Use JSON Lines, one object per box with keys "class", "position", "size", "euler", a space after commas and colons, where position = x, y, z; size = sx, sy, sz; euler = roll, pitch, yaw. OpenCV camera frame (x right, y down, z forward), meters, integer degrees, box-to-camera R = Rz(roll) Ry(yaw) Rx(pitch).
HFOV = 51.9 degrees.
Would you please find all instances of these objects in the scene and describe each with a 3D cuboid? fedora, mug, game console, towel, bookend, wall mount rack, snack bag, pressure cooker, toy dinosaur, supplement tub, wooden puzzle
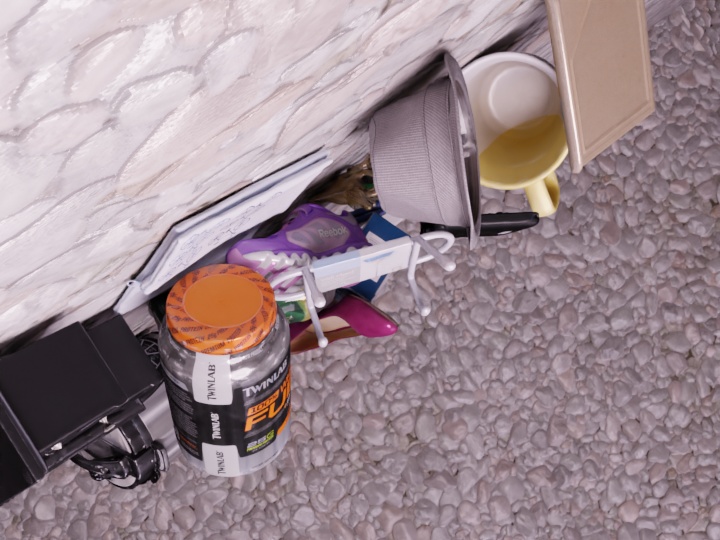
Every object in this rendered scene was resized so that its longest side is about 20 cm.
{"class": "fedora", "position": [0.059, -0.104, 0.684], "size": [0.090, 0.177, 0.200], "euler": [-6, -160, 14]}
{"class": "mug", "position": [0.178, -0.173, 0.877], "size": [0.153, 0.149, 0.187], "euler": [-53, 153, -60]}
{"class": "game console", "position": [0.110, -0.100, 0.906], "size": [0.175, 0.117, 0.200], "euler": [-3, 180, 0]}
{"class": "towel", "position": [-0.056, -0.054, 1.016], "size": [0.146, 0.024, 0.200], "euler": [-20, -179, -19]}
{"class": "bookend", "position": [-0.248, 0.108, 0.637], "size": [0.199, 0.092, 0.200], "euler": [-32, -179, 42]}
{"class": "wall mount rack", "position": [0.010, 0.012, 0.703], "size": [0.199, 0.075, 0.174], "euler": [-16, 160, -7]}
{"class": "snack bag", "position": [-0.133, -0.029, 0.689], "size": [0.188, 0.021, 0.200], "euler": [-37, 180, -41]}
{"class": "pressure cooker", "position": [-0.311, 0.200, 1.018], "size": [0.200, 0.179, 0.176], "euler": [-37, -177, -43]}
{"class": "toy dinosaur", "position": [-0.023, -0.099, 0.903], "size": [0.101, 0.058, 0.200], "euler": [-24, -170, -25]}
{"class": "supplement tub", "position": [-0.128, 0.098, 0.717], "size": [0.122, 0.122, 0.200], "euler": [-36, 147, -34]}
{"class": "wooden puzzle", "position": [0.246, -0.222, 0.763], "size": [0.037, 0.186, 0.200], "euler": [9, -144, 42]}

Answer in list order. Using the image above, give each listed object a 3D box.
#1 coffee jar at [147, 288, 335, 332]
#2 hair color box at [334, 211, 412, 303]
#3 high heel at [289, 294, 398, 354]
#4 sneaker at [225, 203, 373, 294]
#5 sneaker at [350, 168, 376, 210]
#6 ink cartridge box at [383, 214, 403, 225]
{"class": "coffee jar", "position": [-0.131, 0.036, 0.848], "size": [0.200, 0.104, 0.085], "euler": [-28, 163, -18]}
{"class": "hair color box", "position": [0.000, 0.000, 0.977], "size": [0.100, 0.060, 0.200], "euler": [-57, -177, -12]}
{"class": "high heel", "position": [-0.030, 0.080, 0.898], "size": [0.096, 0.067, 0.200], "euler": [-60, -154, -13]}
{"class": "sneaker", "position": [-0.063, -0.027, 0.780], "size": [0.200, 0.089, 0.080], "euler": [-5, 159, -47]}
{"class": "sneaker", "position": [0.037, -0.111, 1.119], "size": [0.078, 0.085, 0.200], "euler": [-36, 180, -16]}
{"class": "ink cartridge box", "position": [0.109, -0.164, 1.222], "size": [0.147, 0.083, 0.200], "euler": [-37, 180, -29]}
